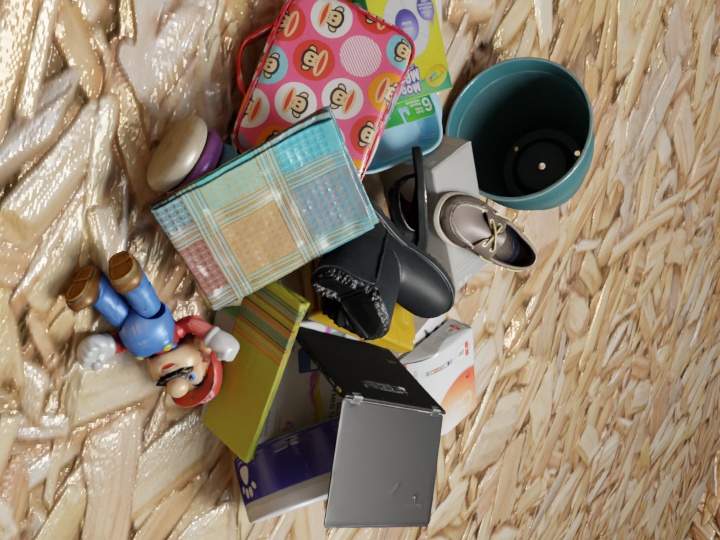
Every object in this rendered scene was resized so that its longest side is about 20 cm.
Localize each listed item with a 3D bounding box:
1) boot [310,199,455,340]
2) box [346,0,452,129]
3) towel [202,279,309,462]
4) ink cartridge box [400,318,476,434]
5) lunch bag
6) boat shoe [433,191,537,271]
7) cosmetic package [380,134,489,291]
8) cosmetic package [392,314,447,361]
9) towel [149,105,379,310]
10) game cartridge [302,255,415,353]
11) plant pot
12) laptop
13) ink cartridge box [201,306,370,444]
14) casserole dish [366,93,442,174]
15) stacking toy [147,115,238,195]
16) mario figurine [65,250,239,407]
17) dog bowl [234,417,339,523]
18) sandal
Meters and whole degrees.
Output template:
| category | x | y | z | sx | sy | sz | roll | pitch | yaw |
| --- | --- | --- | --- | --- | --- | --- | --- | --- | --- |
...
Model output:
| category | x | y | z | sx | sy | sz | roll | pitch | yaw |
| --- | --- | --- | --- | --- | --- | --- | --- | --- | --- |
| boot | 0.029 | 0.026 | 0.914 | 0.200 | 0.076 | 0.169 | 47 | 32 | -22 |
| box | 0.043 | -0.275 | 0.939 | 0.117 | 0.048 | 0.201 | -25 | 109 | -38 |
| towel | -0.117 | 0.104 | 0.868 | 0.018 | 0.086 | 0.201 | -2 | 118 | -50 |
| ink cartridge box | 0.093 | 0.187 | 1.158 | 0.200 | 0.050 | 0.163 | -37 | 134 | -35 |
| lunch bag | -0.052 | -0.191 | 0.850 | 0.175 | 0.082 | 0.201 | 25 | 89 | -5 |
| boat shoe | 0.168 | -0.047 | 1.041 | 0.200 | 0.059 | 0.072 | 27 | 87 | -49 |
| cosmetic package | 0.102 | -0.082 | 1.081 | 0.090 | 0.106 | 0.201 | -36 | 132 | -30 |
| cosmetic package | 0.054 | 0.138 | 1.167 | 0.200 | 0.050 | 0.083 | -47 | 134 | -22 |
| towel | -0.089 | -0.056 | 0.793 | 0.199 | 0.022 | 0.147 | -29 | 126 | -5 |
| game cartridge | 0.000 | 0.000 | 0.991 | 0.200 | 0.032 | 0.177 | 24 | 52 | -48 |
| plant pot | 0.244 | -0.172 | 1.139 | 0.201 | 0.199 | 0.188 | -66 | 154 | -1 |
| laptop | 0.000 | 0.180 | 0.918 | 0.187 | 0.200 | 0.116 | 20 | 110 | -47 |
| ink cartridge box | -0.085 | 0.120 | 0.982 | 0.199 | 0.087 | 0.146 | -2 | 105 | -48 |
| casserole dish | 0.021 | -0.185 | 0.973 | 0.199 | 0.039 | 0.122 | -25 | 96 | -39 |
| stacking toy | -0.118 | -0.074 | 0.829 | 0.200 | 0.085 | 0.086 | 33 | 82 | -32 |
| mario figurine | -0.208 | 0.079 | 0.816 | 0.106 | 0.123 | 0.200 | -59 | 135 | -28 |
| dog bowl | -0.054 | 0.244 | 0.989 | 0.199 | 0.200 | 0.079 | -3 | 67 | -46 |
| sandal | 0.058 | -0.058 | 0.988 | 0.048 | 0.076 | 0.201 | -2 | 127 | -3 |
